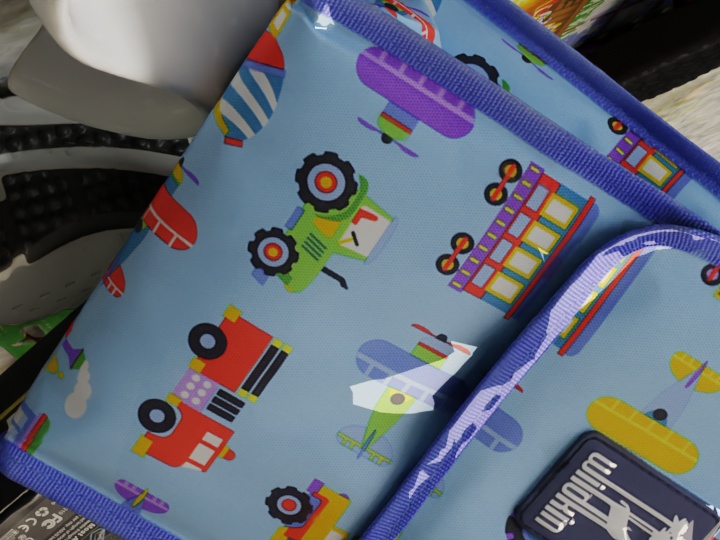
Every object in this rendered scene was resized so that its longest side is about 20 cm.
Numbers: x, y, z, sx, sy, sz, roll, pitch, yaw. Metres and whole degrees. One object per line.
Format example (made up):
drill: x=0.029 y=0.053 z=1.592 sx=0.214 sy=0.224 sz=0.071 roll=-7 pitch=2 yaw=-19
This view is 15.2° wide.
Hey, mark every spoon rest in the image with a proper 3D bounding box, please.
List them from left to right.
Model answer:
spoon rest: x=-0.047 y=-0.078 z=0.638 sx=0.099 sy=0.061 sz=0.200 roll=-57 pitch=179 yaw=-18

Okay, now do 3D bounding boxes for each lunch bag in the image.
lunch bag: x=0.038 y=0.032 z=0.671 sx=0.151 sy=0.200 sz=0.094 roll=-55 pitch=-179 yaw=21

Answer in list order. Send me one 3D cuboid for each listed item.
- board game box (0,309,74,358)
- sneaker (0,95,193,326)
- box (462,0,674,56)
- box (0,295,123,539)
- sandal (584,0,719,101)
board game box: x=-0.035 y=-0.022 z=0.926 sx=0.200 sy=0.030 sz=0.096 roll=-26 pitch=165 yaw=0
sneaker: x=-0.078 y=-0.025 z=0.807 sx=0.200 sy=0.074 sz=0.080 roll=-9 pitch=166 yaw=-20
box: x=0.090 y=-0.108 z=0.763 sx=0.200 sy=0.039 sz=0.137 roll=-24 pitch=166 yaw=-27
box: x=-0.042 y=0.065 z=0.814 sx=0.200 sy=0.049 sz=0.161 roll=-41 pitch=138 yaw=16
sandal: x=0.117 y=-0.091 z=0.728 sx=0.075 sy=0.045 sz=0.200 roll=-15 pitch=175 yaw=-34
